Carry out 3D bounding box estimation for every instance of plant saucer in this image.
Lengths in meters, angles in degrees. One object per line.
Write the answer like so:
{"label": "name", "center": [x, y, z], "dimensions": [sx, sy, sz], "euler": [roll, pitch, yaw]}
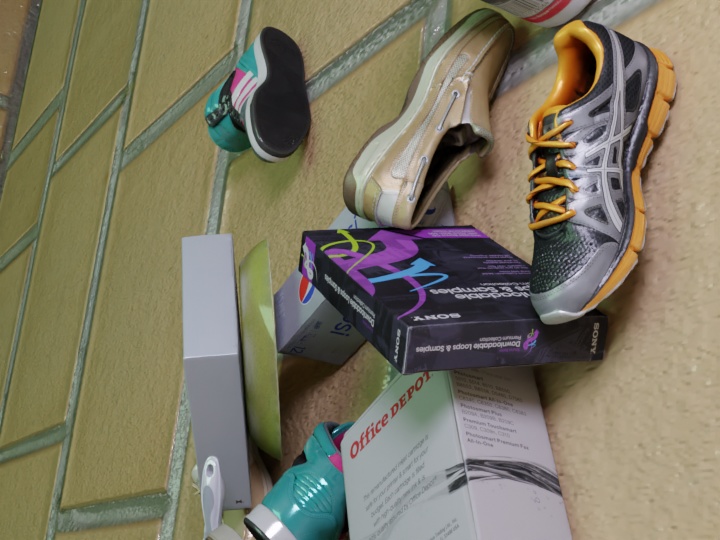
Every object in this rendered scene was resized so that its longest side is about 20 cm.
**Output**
{"label": "plant saucer", "center": [-0.092, 0.072, 1.114], "dimensions": [0.200, 0.031, 0.203], "euler": [176, 90, -85]}

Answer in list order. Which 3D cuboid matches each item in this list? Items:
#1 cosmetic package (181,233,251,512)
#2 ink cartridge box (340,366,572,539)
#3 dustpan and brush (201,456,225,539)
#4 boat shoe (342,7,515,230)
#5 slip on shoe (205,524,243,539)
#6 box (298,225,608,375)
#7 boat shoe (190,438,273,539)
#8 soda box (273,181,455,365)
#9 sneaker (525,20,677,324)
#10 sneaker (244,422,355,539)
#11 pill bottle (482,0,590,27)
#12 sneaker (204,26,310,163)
{"label": "cosmetic package", "center": [-0.128, 0.093, 1.095], "dimensions": [0.152, 0.051, 0.202], "euler": [-103, 10, -48]}
{"label": "ink cartridge box", "center": [0.061, 0.169, 0.799], "dimensions": [0.146, 0.083, 0.202], "euler": [-50, 34, 41]}
{"label": "dustpan and brush", "center": [-0.121, 0.259, 1.045], "dimensions": [0.138, 0.057, 0.203], "euler": [3, 87, 30]}
{"label": "boat shoe", "center": [0.071, -0.109, 0.922], "dimensions": [0.076, 0.072, 0.201], "euler": [24, 72, 32]}
{"label": "slip on shoe", "center": [-0.084, 0.256, 0.918], "dimensions": [0.060, 0.076, 0.200], "euler": [-40, 29, -13]}
{"label": "box", "center": [0.056, 0.014, 0.827], "dimensions": [0.200, 0.141, 0.037], "euler": [-137, 49, -60]}
{"label": "boat shoe", "center": [-0.132, 0.198, 1.182], "dimensions": [0.074, 0.068, 0.201], "euler": [-58, 31, 30]}
{"label": "soda box", "center": [0.000, 0.000, 1.029], "dimensions": [0.200, 0.067, 0.064], "euler": [-49, 38, 43]}
{"label": "sneaker", "center": [0.133, -0.063, 0.756], "dimensions": [0.078, 0.077, 0.202], "euler": [-17, 51, 53]}
{"label": "sneaker", "center": [-0.028, 0.181, 0.967], "dimensions": [0.121, 0.084, 0.200], "euler": [-42, -10, -13]}
{"label": "pill bottle", "center": [0.076, -0.258, 0.866], "dimensions": [0.111, 0.198, 0.112], "euler": [-40, 42, 48]}
{"label": "sneaker", "center": [-0.119, -0.163, 1.332], "dimensions": [0.121, 0.083, 0.202], "euler": [-47, 29, 35]}
